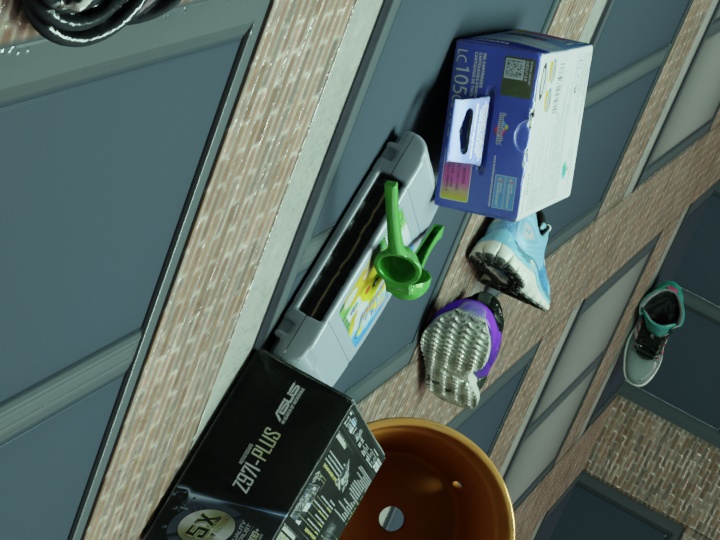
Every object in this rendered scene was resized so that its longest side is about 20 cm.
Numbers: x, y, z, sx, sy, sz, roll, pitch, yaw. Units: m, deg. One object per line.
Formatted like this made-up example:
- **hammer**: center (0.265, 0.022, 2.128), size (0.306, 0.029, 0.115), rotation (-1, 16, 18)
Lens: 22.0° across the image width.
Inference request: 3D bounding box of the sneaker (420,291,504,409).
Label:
- **sneaker**: center (0.109, 0.057, 1.853), size (0.200, 0.069, 0.100), rotation (95, 20, -65)

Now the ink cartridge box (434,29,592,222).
- **ink cartridge box**: center (0.121, -0.119, 1.488), size (0.200, 0.076, 0.137), rotation (-27, 126, -69)

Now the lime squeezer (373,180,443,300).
- **lime squeezer**: center (0.038, -0.014, 1.395), size (0.071, 0.038, 0.200), rotation (-62, 165, -1)

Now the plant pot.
- **plant pot**: center (0.034, 0.233, 1.689), size (0.201, 0.200, 0.140), rotation (-61, -179, -5)

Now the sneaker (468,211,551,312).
- **sneaker**: center (0.171, -0.019, 1.893), size (0.090, 0.078, 0.200), rotation (-63, 166, -8)

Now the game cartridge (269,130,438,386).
- **game cartridge**: center (0.000, 0.000, 1.431), size (0.200, 0.040, 0.133), rotation (-59, 169, -11)

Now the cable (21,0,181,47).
- **cable**: center (-0.078, -0.187, 0.803), size (0.200, 0.051, 0.163), rotation (-59, 165, -16)

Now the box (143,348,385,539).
- **box**: center (-0.067, 0.170, 1.403), size (0.164, 0.086, 0.200), rotation (-59, 165, -11)

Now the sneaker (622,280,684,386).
- **sneaker**: center (0.521, 0.111, 3.279), size (0.121, 0.083, 0.201), rotation (23, 87, -80)
